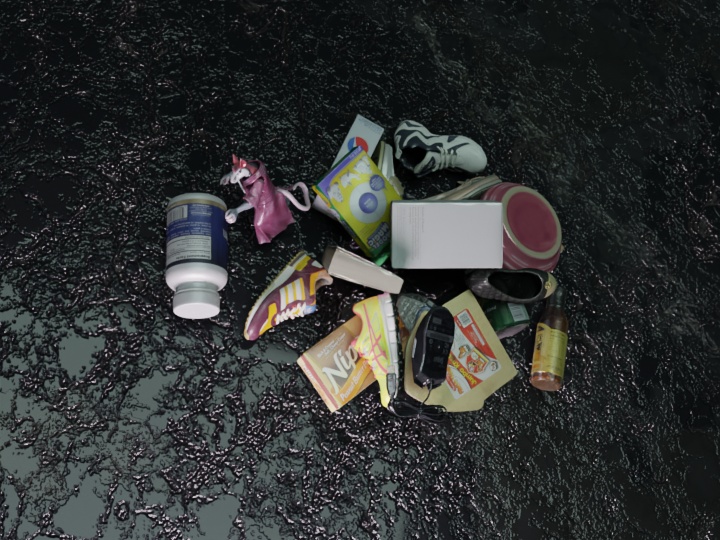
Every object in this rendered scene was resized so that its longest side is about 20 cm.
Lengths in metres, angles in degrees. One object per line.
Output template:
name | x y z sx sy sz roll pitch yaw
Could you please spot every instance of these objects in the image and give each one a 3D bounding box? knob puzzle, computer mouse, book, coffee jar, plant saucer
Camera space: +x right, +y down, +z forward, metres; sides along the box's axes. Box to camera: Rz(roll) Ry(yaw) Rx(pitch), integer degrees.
knob puzzle | 0.159 0.163 1.614 0.215 0.030 0.225 2 81 -13
computer mouse | 0.095 0.158 1.548 0.138 0.046 0.205 9 84 -36
book | 0.000 0.000 1.627 0.131 0.200 0.049 22 91 -8
coffee jar | 0.251 0.028 1.738 0.084 0.104 0.204 -7 71 -27
plant saucer | 0.316 -0.084 1.734 0.197 0.051 0.204 15 60 -26

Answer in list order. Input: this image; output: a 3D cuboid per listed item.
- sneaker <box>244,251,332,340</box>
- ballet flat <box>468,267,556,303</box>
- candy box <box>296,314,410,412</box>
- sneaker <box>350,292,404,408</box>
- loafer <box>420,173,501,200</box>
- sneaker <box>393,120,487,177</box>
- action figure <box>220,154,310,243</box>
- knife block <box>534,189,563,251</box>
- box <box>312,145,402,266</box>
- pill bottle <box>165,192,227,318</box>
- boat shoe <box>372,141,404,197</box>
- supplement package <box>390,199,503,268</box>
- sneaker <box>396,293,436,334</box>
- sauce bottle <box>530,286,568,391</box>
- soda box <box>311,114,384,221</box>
sneaker | -0.130 0.059 1.630 0.089 0.075 0.201 35 65 5
ballet flat | 0.286 0.029 1.649 0.196 0.056 0.068 1 91 -30
candy box | -0.004 0.151 1.642 0.199 0.055 0.116 -34 85 -24
sneaker | 0.029 0.143 1.592 0.088 0.078 0.205 -7 84 8
loafer | 0.197 -0.154 1.814 0.198 0.072 0.063 -30 73 -21
sneaker | 0.155 -0.221 1.793 0.196 0.080 0.131 25 39 -5
action figure | -0.175 -0.139 1.622 0.146 0.201 0.136 -19 55 2
knife block | 0.314 -0.070 1.817 0.176 0.064 0.200 46 65 5
box | 0.015 -0.118 1.685 0.117 0.048 0.201 -43 105 -13
pill bottle | -0.290 -0.024 1.594 0.109 0.111 0.204 2 69 -15
boat shoe | 0.050 -0.152 1.769 0.067 0.075 0.205 9 78 -14
supplement package | 0.152 -0.067 1.619 0.195 0.117 0.120 0 95 1
sneaker | 0.139 0.123 1.677 0.200 0.087 0.075 44 78 -4
sauce bottle | 0.374 0.131 1.759 0.065 0.066 0.204 17 64 -9
soda box | -0.024 -0.202 1.764 0.063 0.068 0.202 28 64 -5
